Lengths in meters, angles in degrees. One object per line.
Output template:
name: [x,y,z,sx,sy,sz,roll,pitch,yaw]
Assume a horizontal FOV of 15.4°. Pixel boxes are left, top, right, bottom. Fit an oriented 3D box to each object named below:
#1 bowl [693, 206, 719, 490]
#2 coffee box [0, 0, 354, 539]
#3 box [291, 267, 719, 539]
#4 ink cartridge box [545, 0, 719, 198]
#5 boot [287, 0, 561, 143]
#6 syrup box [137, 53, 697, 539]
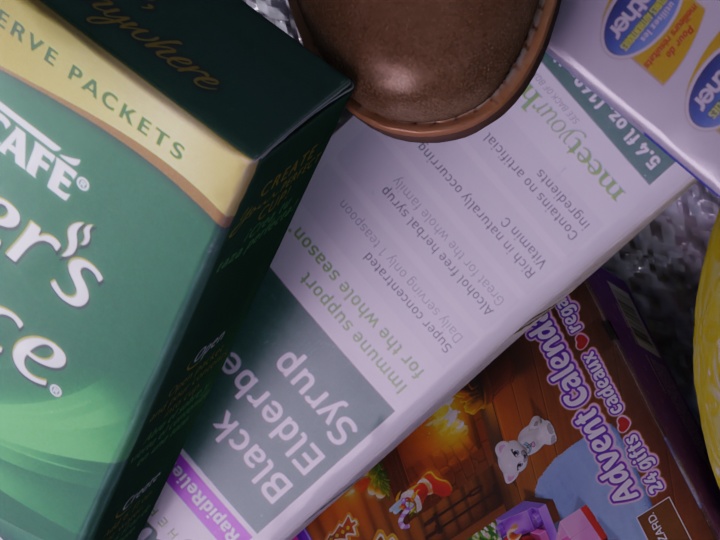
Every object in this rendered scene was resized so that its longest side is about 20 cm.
bowl: [0.153,0.047,0.626,0.199,0.108,0.201,25,136,26]
coffee box: [-0.090,0.003,0.606,0.123,0.044,0.201,38,131,11]
box: [0.048,0.114,0.698,0.137,0.039,0.201,-36,59,18]
ink cartridge box: [0.070,-0.102,0.581,0.200,0.042,0.120,41,99,11]
boot: [0.005,-0.127,0.539,0.073,0.075,0.202,-1,93,9]
syrup box: [0.000,0.000,0.671,0.200,0.081,0.079,-42,86,16]
